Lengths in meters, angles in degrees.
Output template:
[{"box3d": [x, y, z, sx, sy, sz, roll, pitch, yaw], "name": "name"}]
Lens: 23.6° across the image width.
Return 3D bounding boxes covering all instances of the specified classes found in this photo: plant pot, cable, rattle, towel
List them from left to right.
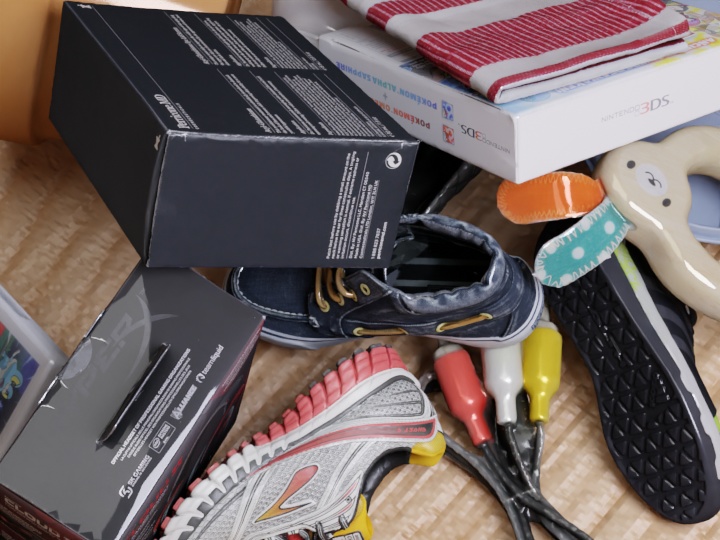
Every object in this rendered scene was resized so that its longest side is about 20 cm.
[{"box3d": [-0.153, -0.164, 1.098, 0.139, 0.200, 0.202, 17, 62, -3], "name": "plant pot"}, {"box3d": [0.074, -0.157, 0.989, 0.143, 0.023, 0.200, -19, 38, -27], "name": "towel"}, {"box3d": [0.084, 0.110, 0.973, 0.096, 0.050, 0.201, -14, 57, 2], "name": "cable"}, {"box3d": [0.194, -0.047, 0.933, 0.198, 0.143, 0.132, 15, 71, -23], "name": "rattle"}]

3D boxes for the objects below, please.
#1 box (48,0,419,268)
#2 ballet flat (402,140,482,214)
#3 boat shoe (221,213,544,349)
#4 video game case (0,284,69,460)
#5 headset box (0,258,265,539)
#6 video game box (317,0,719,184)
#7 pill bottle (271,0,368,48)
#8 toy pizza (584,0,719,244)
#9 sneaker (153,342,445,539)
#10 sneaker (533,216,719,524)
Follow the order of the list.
[{"box3d": [-0.077, -0.077, 0.944, 0.140, 0.080, 0.200, 3, 25, -27], "name": "box"}, {"box3d": [0.017, -0.044, 1.067, 0.066, 0.057, 0.200, 35, 76, 22], "name": "ballet flat"}, {"box3d": [0.000, 0.000, 0.981, 0.198, 0.091, 0.072, 1, 72, 22], "name": "boat shoe"}, {"box3d": [-0.254, 0.090, 0.968, 0.182, 0.023, 0.201, 39, 102, 41], "name": "video game case"}, {"box3d": [-0.125, 0.090, 0.920, 0.075, 0.200, 0.149, 31, 66, 4], "name": "headset box"}, {"box3d": [0.107, -0.121, 1.011, 0.199, 0.047, 0.182, -20, 29, -31], "name": "video game box"}, {"box3d": [0.013, -0.181, 1.119, 0.111, 0.113, 0.201, 23, 65, 20], "name": "pill bottle"}, {"box3d": [0.232, -0.099, 1.088, 0.198, 0.032, 0.202, -3, 60, 5], "name": "toy pizza"}, {"box3d": [-0.038, 0.130, 0.962, 0.200, 0.078, 0.082, -39, 74, -7], "name": "sneaker"}, {"box3d": [0.174, 0.043, 0.989, 0.082, 0.072, 0.202, -9, 70, -38], "name": "sneaker"}]
